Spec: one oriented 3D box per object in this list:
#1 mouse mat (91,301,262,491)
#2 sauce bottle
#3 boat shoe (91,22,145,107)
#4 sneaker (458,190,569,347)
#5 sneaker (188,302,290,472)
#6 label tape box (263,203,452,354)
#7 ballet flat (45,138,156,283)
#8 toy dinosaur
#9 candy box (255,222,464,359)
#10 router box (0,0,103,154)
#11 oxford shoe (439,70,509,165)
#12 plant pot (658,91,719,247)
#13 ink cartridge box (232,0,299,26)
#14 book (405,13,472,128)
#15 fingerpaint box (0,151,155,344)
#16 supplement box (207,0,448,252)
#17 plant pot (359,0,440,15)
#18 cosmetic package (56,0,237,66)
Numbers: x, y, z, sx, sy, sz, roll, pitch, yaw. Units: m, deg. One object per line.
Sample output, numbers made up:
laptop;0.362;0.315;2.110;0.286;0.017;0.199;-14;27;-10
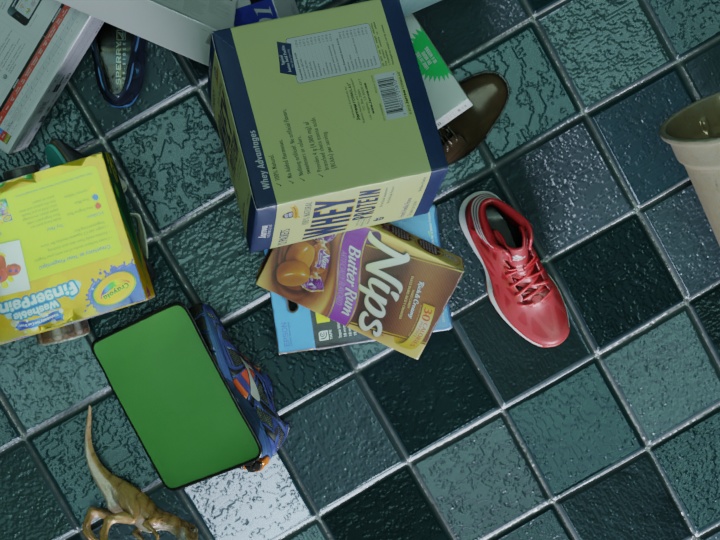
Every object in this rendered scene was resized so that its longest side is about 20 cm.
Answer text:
mouse mat;-0.209;0.144;1.758;0.161;0.008;0.201;-24;96;34
sauce bottle;-0.357;-0.019;1.755;0.064;0.065;0.201;-13;93;-2
boat shoe;-0.266;-0.284;1.735;0.084;0.069;0.201;-10;95;-2
sneaker;0.176;0.005;1.755;0.078;0.116;0.200;-35;95;0
sneaker;-0.145;0.127;1.772;0.075;0.078;0.201;-15;102;43
label tape box;-0.005;0.008;1.772;0.199;0.063;0.145;-8;96;-2
ballet flat;-0.286;-0.063;1.758;0.073;0.073;0.201;-25;89;-1
toy dinosaur;-0.277;0.263;1.792;0.200;0.060;0.106;43;67;-10
candy box;0.000;0.000;1.702;0.199;0.056;0.117;25;105;-7
router box;-0.396;-0.261;1.704;0.179;0.049;0.200;37;107;4
oxford shoe;0.093;-0.149;1.756;0.200;0.084;0.073;-43;94;0
plant pot;0.452;-0.098;1.738;0.200;0.201;0.184;-19;107;-1
ink cartridge box;-0.125;-0.303;1.716;0.094;0.044;0.201;-10;107;36
book;0.007;-0.180;1.728;0.200;0.048;0.134;-35;71;9
fingerpaint box;-0.343;-0.020;1.685;0.199;0.073;0.168;-17;93;1
supplement box;-0.039;-0.150;1.607;0.199;0.134;0.201;-13;74;-11
plant pot;0.074;-0.373;1.668;0.196;0.200;0.201;-28;95;-7
cosmetic package;-0.232;-0.289;1.650;0.199;0.083;0.051;22;128;-17
